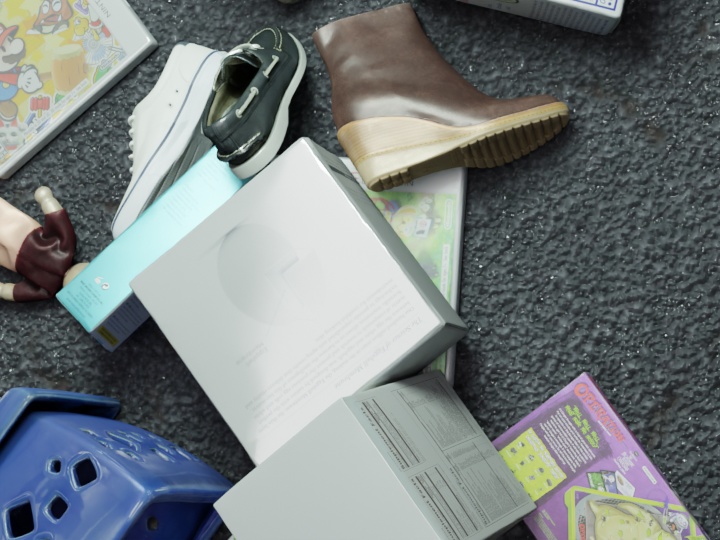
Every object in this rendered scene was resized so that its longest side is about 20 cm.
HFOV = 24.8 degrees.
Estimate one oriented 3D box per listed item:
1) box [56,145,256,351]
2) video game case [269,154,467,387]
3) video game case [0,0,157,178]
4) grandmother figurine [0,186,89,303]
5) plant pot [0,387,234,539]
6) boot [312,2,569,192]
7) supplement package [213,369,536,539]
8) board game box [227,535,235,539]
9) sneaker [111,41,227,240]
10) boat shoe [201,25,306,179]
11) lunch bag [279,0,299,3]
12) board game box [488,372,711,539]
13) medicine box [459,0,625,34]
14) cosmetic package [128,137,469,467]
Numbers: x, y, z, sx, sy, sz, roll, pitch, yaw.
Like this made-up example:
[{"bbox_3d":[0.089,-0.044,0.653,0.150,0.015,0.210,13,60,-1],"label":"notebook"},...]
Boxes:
[{"bbox_3d":[-0.174,-0.021,1.453,0.200,0.082,0.049,-44,76,-7],"label":"box"},{"bbox_3d":[0.000,0.000,1.461,0.181,0.022,0.202,3,87,15],"label":"video game case"},{"bbox_3d":[-0.319,-0.219,1.559,0.200,0.023,0.182,-39,78,9],"label":"video game case"},{"bbox_3d":[-0.306,-0.022,1.527,0.199,0.061,0.122,33,122,12],"label":"grandmother figurine"},{"bbox_3d":[-0.254,0.213,1.425,0.180,0.200,0.200,39,96,20],"label":"plant pot"},{"bbox_3d":[0.068,-0.168,1.433,0.199,0.072,0.167,-16,68,-3],"label":"boot"},{"bbox_3d":[0.016,0.193,1.338,0.152,0.200,0.151,-40,77,21],"label":"supplement package"},{"bbox_3d":[-0.102,0.308,1.435,0.200,0.035,0.126,-48,52,7],"label":"board game box"},{"bbox_3d":[-0.181,-0.115,1.498,0.071,0.073,0.201,25,83,24],"label":"sneaker"},{"bbox_3d":[-0.094,-0.163,1.418,0.075,0.201,0.060,-31,121,21],"label":"boat shoe"},{"bbox_3d":[-0.054,-0.353,1.425,0.200,0.168,0.140,-39,78,8],"label":"lunch bag"},{"bbox_3d":[0.204,0.202,1.391,0.120,0.032,0.201,-38,79,13],"label":"board game box"},{"bbox_3d":[0.142,-0.316,1.388,0.199,0.103,0.183,14,90,3],"label":"medicine box"},{"bbox_3d":[-0.050,0.033,1.396,0.199,0.123,0.200,-38,76,8],"label":"cosmetic package"}]
